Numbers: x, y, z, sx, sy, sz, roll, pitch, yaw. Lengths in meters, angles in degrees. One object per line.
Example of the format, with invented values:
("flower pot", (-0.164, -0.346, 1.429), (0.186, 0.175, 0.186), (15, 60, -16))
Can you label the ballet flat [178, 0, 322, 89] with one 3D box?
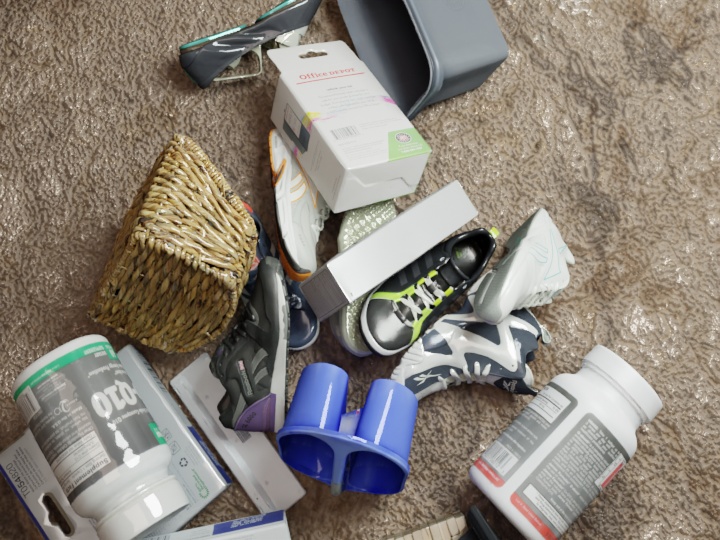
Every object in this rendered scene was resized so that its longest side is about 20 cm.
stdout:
("ballet flat", (-0.121, -0.275, 1.077), (0.197, 0.073, 0.074), (-27, 80, -7))

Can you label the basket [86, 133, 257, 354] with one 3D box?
("basket", (-0.190, -0.021, 0.972), (0.141, 0.200, 0.151), (25, 51, -18))

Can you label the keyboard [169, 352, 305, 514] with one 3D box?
("keyboard", (-0.142, 0.191, 1.027), (0.056, 0.011, 0.201), (-36, 81, -8))

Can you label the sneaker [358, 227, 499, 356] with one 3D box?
("sneaker", (0.077, 0.011, 0.973), (0.072, 0.083, 0.200), (47, 63, 2))

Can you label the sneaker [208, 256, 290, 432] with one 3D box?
("sneaker", (-0.121, 0.086, 0.967), (0.085, 0.076, 0.205), (0, 108, -9))

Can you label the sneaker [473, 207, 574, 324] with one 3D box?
("sneaker", (0.185, 0.005, 0.960), (0.080, 0.200, 0.070), (45, 131, -1))

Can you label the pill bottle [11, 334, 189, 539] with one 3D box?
("pill bottle", (-0.266, 0.180, 0.925), (0.112, 0.113, 0.202), (-33, 81, -2))

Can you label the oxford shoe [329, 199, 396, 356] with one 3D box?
("oxford shoe", (0.000, 0.000, 1.024), (0.074, 0.058, 0.205), (11, 73, -20))

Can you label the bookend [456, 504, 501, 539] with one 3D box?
("bookend", (0.108, 0.388, 0.901), (0.198, 0.092, 0.201), (-38, 102, -2))

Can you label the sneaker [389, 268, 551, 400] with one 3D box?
("sneaker", (0.128, 0.111, 0.984), (0.199, 0.080, 0.129), (-43, 72, -14))

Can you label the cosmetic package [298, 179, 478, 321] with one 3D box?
("cosmetic package", (0.032, -0.024, 0.967), (0.199, 0.082, 0.051), (-34, 92, -31))

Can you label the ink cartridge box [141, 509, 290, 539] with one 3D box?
("ink cartridge box", (-0.156, 0.374, 0.960), (0.195, 0.041, 0.205), (-10, 100, -3))

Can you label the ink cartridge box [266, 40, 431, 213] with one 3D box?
("ink cartridge box", (-0.024, -0.168, 1.009), (0.115, 0.068, 0.202), (-15, 56, -30))

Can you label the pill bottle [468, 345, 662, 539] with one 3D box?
("pill bottle", (0.219, 0.185, 0.949), (0.116, 0.116, 0.200), (44, 86, 9))

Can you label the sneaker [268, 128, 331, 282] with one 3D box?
("sneaker", (-0.054, -0.082, 1.011), (0.090, 0.076, 0.204), (-4, 59, -6))

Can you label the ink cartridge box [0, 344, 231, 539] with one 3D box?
("ink cartridge box", (-0.278, 0.225, 1.005), (0.199, 0.041, 0.201), (-38, 80, -2))

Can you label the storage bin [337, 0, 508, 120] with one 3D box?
("storage bin", (0.073, -0.282, 1.036), (0.132, 0.145, 0.204), (-16, 78, -27))

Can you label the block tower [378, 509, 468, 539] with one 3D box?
("block tower", (0.035, 0.319, 0.970), (0.196, 0.054, 0.059), (-18, 81, 0))

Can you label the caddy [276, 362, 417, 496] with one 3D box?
("caddy", (-0.015, 0.180, 0.931), (0.138, 0.201, 0.107), (13, 64, 5))

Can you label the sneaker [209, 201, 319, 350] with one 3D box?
("sneaker", (-0.117, 0.002, 1.016), (0.074, 0.085, 0.201), (-36, 81, -3))
